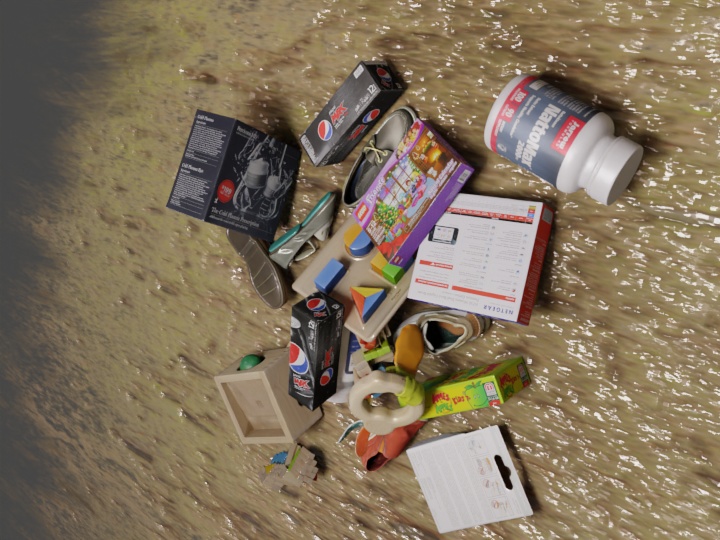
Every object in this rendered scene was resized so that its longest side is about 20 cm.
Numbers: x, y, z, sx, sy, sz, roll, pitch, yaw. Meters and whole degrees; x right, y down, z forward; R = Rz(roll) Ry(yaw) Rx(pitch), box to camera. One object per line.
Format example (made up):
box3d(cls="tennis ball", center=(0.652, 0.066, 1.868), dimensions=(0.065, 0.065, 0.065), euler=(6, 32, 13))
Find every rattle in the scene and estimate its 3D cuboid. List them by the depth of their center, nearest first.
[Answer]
box3d(cls="rattle", center=(0.031, 0.203, 1.283), dimensions=(0.201, 0.128, 0.144), euler=(113, 152, -48))

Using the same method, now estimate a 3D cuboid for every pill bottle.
box3d(cls="pill bottle", center=(0.285, -0.180, 1.070), dimensions=(0.199, 0.119, 0.121), euler=(36, 121, 25))
box3d(cls="pill bottle", center=(-0.035, 0.135, 1.408), dimensions=(0.110, 0.110, 0.203), euler=(21, 114, 32))

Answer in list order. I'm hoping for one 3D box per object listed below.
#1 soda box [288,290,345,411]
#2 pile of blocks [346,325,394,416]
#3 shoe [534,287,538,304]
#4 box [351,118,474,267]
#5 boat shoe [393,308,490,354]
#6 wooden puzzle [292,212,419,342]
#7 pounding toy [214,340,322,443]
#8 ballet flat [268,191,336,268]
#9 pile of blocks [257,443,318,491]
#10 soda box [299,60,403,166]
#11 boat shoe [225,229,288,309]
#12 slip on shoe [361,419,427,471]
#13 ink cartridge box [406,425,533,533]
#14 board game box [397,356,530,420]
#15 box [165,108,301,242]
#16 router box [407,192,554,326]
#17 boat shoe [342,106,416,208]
box3d(cls="soda box", center=(-0.078, 0.139, 1.305), dimensions=(0.063, 0.070, 0.202), euler=(29, 130, 30))
box3d(cls="pile of blocks", center=(0.021, 0.175, 1.331), dimensions=(0.081, 0.062, 0.203), euler=(1, 111, -8))
box3d(cls="shoe", center=(0.191, 0.030, 1.239), dimensions=(0.198, 0.053, 0.071), euler=(11, 109, 36))
box3d(cls="box", center=(0.080, -0.126, 1.240), dimensions=(0.201, 0.039, 0.137), euler=(-55, 46, 20))
box3d(cls="boat shoe", center=(0.123, 0.104, 1.301), dimensions=(0.199, 0.068, 0.076), euler=(-24, 89, 43))
box3d(cls="wooden puzzle", center=(0.000, 0.000, 1.315), dimensions=(0.199, 0.186, 0.046), euler=(32, 164, 30))
box3d(cls="pounding toy", center=(-0.173, 0.224, 1.544), dimensions=(0.182, 0.142, 0.203), euler=(-12, 105, 40))
box3d(cls="ballet flat", center=(-0.095, -0.072, 1.440), dimensions=(0.064, 0.068, 0.199), euler=(42, 123, -14))
box3d(cls="pile of blocks", center=(-0.139, 0.418, 1.609), dimensions=(0.062, 0.083, 0.199), euler=(33, 146, -25))
box3d(cls="soda box", center=(-0.019, -0.265, 1.304), dimensions=(0.200, 0.070, 0.064), euler=(-43, 74, 39))
box3d(cls="boat shoe", center=(-0.189, -0.019, 1.519), dimensions=(0.072, 0.068, 0.202), euler=(-34, 78, 30))
box3d(cls="slip on shoe", center=(0.061, 0.311, 1.397), dimensions=(0.200, 0.073, 0.062), euler=(-47, 43, 41))
box3d(cls="ink cartridge box", center=(0.193, 0.362, 1.337), dimensions=(0.198, 0.057, 0.165), euler=(-25, 86, 31))
box3d(cls="board game box", center=(0.170, 0.199, 1.270), dimensions=(0.198, 0.101, 0.048), euler=(-21, 88, 39))
box3d(cls="box", center=(-0.226, -0.168, 1.389), dimensions=(0.103, 0.199, 0.185), euler=(18, 91, 32))
box3d(cls="router box", center=(0.183, -0.024, 1.189), dimensions=(0.198, 0.049, 0.182), euler=(12, 86, 37))
box3d(cls="boat shoe", center=(0.031, -0.187, 1.304), dimensions=(0.072, 0.060, 0.203), euler=(44, 125, 20))
